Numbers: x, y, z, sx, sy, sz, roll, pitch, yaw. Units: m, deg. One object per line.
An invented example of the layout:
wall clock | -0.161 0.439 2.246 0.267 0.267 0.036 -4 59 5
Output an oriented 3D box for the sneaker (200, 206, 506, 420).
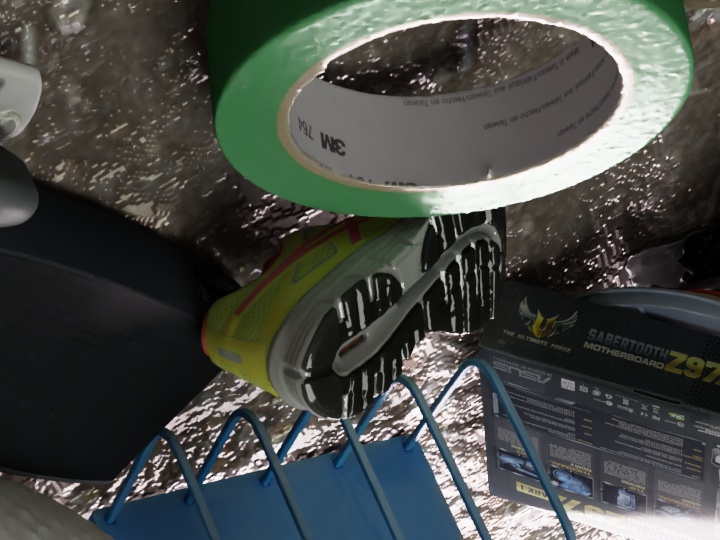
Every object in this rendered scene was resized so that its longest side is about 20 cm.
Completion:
sneaker | 0.000 0.000 1.032 0.200 0.090 0.079 -30 122 -50

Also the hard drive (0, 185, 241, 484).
hard drive | -0.144 0.033 0.984 0.135 0.042 0.199 -44 145 15

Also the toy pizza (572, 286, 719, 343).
toy pizza | 0.192 0.063 1.209 0.201 0.198 0.032 76 33 -54

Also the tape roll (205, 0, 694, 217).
tape roll | 0.036 -0.087 0.911 0.198 0.049 0.201 -6 156 -3

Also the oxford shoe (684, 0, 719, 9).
oxford shoe | 0.221 -0.175 1.028 0.199 0.071 0.075 -20 170 -22

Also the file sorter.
file sorter | -0.012 0.138 1.117 0.198 0.140 0.123 -11 151 -29

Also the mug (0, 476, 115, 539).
mug | -0.174 0.185 0.984 0.174 0.201 0.148 21 128 -39

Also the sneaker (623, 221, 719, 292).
sneaker | 0.244 0.004 1.246 0.198 0.060 0.105 -14 144 -7

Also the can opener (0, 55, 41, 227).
can opener | -0.195 -0.068 0.804 0.199 0.067 0.053 16 124 -43

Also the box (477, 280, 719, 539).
box | 0.164 0.092 1.188 0.158 0.198 0.051 81 30 -53
